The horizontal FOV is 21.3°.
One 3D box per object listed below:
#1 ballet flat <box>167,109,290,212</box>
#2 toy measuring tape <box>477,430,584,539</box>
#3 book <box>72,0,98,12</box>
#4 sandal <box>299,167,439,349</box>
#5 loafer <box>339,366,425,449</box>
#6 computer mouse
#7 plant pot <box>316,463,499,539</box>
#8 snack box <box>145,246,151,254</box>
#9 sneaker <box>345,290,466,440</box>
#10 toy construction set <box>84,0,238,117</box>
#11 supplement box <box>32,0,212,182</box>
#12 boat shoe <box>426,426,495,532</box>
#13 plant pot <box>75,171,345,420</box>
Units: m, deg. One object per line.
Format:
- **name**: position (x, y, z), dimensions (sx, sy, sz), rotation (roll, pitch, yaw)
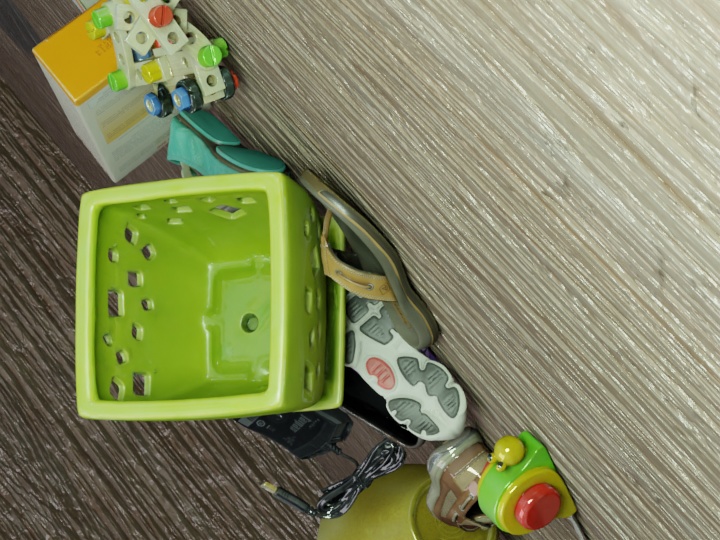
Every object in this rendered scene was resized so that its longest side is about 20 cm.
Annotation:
- **ballet flat**: position (-0.125, -0.092, 1.794), dimensions (0.200, 0.067, 0.071), rotation (37, 119, 53)
- **toy measuring tape**: position (0.146, 0.209, 1.623), dimensions (0.074, 0.073, 0.200), rotation (43, 167, 45)
- **book**: position (-0.268, -0.272, 1.959), dimensions (0.200, 0.048, 0.134), rotation (49, 172, 36)
- **sandal**: position (0.000, 0.000, 1.601), dimensions (0.082, 0.055, 0.200), rotation (41, 166, 51)
- **loafer**: position (-0.012, 0.093, 1.761), dimensions (0.200, 0.072, 0.063), rotation (35, -152, -10)
- **computer mouse**: position (-0.067, 0.155, 1.819), dimensions (0.200, 0.141, 0.046), rotation (30, -145, -16)
- **plant pot**: position (0.071, 0.288, 2.042), dimensions (0.200, 0.200, 0.142), rotation (52, 147, 5)
- **snack box**: position (-0.127, 0.028, 1.870), dimensions (0.200, 0.068, 0.169), rotation (55, 169, -24)
- **sneaker**: position (0.023, 0.075, 1.728), dimensions (0.200, 0.081, 0.083), rotation (54, -176, 13)
- **toy construction set**: position (-0.170, -0.197, 1.625), dimensions (0.200, 0.092, 0.132), rotation (-161, 50, -73)
- **supplement box**: position (-0.222, -0.180, 1.811), dimensions (0.074, 0.126, 0.200), rotation (49, 170, 17)
- **boat shoe**: position (0.110, 0.221, 1.854), dimensions (0.072, 0.076, 0.200), rotation (46, 171, 23)
- **plant pot**: position (-0.116, 0.033, 1.644), dimensions (0.181, 0.199, 0.200), rotation (19, -111, -66)
